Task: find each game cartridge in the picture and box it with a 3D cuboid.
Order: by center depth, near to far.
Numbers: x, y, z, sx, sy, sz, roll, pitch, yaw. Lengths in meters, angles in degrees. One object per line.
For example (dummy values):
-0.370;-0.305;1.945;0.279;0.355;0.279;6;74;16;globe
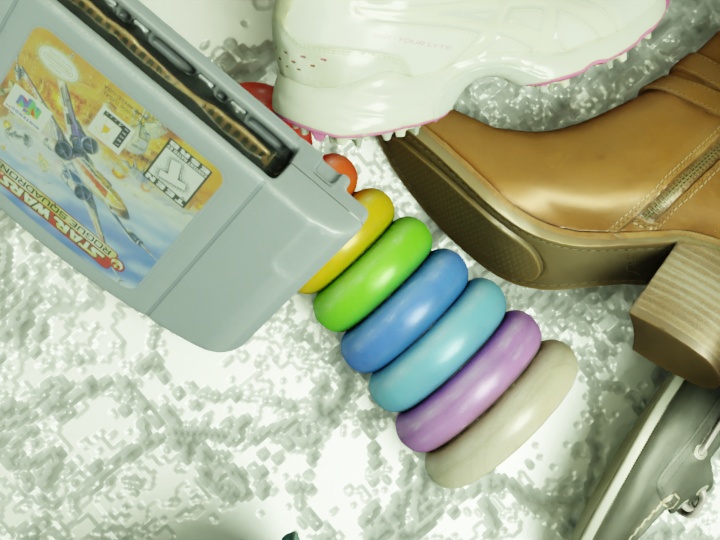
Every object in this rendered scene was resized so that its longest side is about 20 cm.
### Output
-0.105;-0.052;0.746;0.200;0.133;0.042;39;47;-5;game cartridge

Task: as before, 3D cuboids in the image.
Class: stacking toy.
0.000;0.000;0.794;0.085;0.085;0.200;-45;94;-4;stacking toy

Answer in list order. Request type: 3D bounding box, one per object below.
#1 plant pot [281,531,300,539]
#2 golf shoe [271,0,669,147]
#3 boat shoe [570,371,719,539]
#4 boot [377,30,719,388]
-0.107;0.220;0.739;0.196;0.200;0.200;-8;95;0;plant pot
0.051;-0.119;0.770;0.200;0.075;0.092;-21;116;-28;golf shoe
0.163;0.064;0.825;0.057;0.067;0.200;31;85;6;boat shoe
0.122;-0.059;0.803;0.200;0.077;0.155;31;72;21;boot
